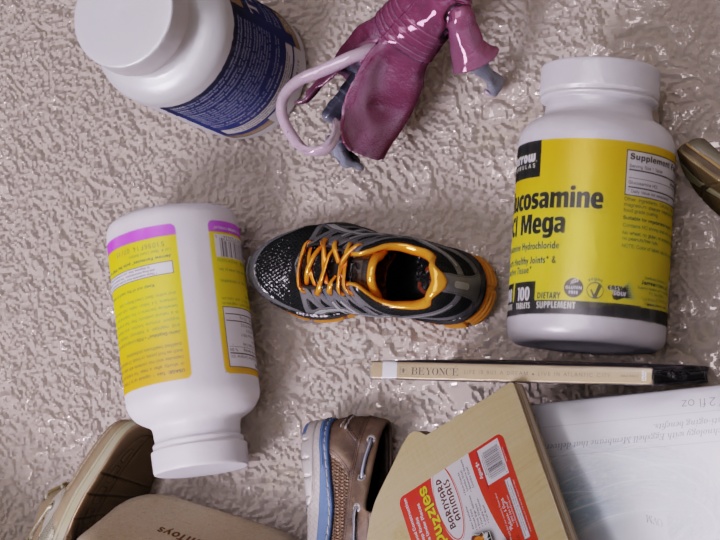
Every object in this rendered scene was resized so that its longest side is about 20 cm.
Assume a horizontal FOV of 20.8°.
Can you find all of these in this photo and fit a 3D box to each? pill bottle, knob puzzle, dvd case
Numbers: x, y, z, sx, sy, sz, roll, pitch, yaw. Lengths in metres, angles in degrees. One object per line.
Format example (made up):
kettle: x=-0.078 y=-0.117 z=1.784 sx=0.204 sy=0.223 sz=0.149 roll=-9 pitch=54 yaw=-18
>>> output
pill bottle: x=-0.134 y=0.055 z=1.507 sx=0.104 sy=0.104 sz=0.200 roll=-13 pitch=77 yaw=22
pill bottle: x=-0.130 y=-0.171 z=1.487 sx=0.111 sy=0.200 sz=0.111 roll=-4 pitch=81 yaw=23
knob puzzle: x=0.073 y=0.198 z=1.320 sx=0.220 sy=0.030 sz=0.220 roll=-6 pitch=82 yaw=46
pill bottle: x=0.164 y=-0.044 z=1.385 sx=0.112 sy=0.112 sz=0.200 roll=0 pitch=82 yaw=24
dvd case: x=0.126 y=0.070 z=1.365 sx=0.200 sy=0.149 sz=0.016 roll=-1 pitch=88 yaw=24

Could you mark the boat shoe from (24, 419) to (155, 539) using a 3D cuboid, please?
boat shoe: x=-0.227 y=0.197 z=1.547 sx=0.065 sy=0.072 sz=0.200 roll=35 pitch=103 yaw=36

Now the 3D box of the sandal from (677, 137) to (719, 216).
sandal: x=0.304 y=-0.035 z=1.351 sx=0.054 sy=0.080 sz=0.200 roll=-42 pitch=62 yaw=-10

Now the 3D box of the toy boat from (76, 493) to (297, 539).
toy boat: x=-0.123 y=0.260 z=1.478 sx=0.200 sy=0.131 sz=0.131 roll=14 pitch=118 yaw=26

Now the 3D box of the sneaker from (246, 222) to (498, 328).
sneaker: x=0.000 y=0.000 z=1.472 sx=0.200 sy=0.077 sz=0.078 roll=3 pitch=85 yaw=26

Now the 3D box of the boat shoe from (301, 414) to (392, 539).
boat shoe: x=0.004 y=0.202 z=1.441 sx=0.072 sy=0.072 sz=0.200 roll=-13 pitch=77 yaw=20

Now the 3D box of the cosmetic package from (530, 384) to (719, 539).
cosmetic package: x=0.216 y=0.184 z=1.323 sx=0.199 sy=0.123 sz=0.200 roll=-8 pitch=80 yaw=23

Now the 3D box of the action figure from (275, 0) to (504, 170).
action figure: x=0.029 y=-0.181 z=1.456 sx=0.200 sy=0.149 sz=0.134 roll=-51 pitch=60 yaw=24
